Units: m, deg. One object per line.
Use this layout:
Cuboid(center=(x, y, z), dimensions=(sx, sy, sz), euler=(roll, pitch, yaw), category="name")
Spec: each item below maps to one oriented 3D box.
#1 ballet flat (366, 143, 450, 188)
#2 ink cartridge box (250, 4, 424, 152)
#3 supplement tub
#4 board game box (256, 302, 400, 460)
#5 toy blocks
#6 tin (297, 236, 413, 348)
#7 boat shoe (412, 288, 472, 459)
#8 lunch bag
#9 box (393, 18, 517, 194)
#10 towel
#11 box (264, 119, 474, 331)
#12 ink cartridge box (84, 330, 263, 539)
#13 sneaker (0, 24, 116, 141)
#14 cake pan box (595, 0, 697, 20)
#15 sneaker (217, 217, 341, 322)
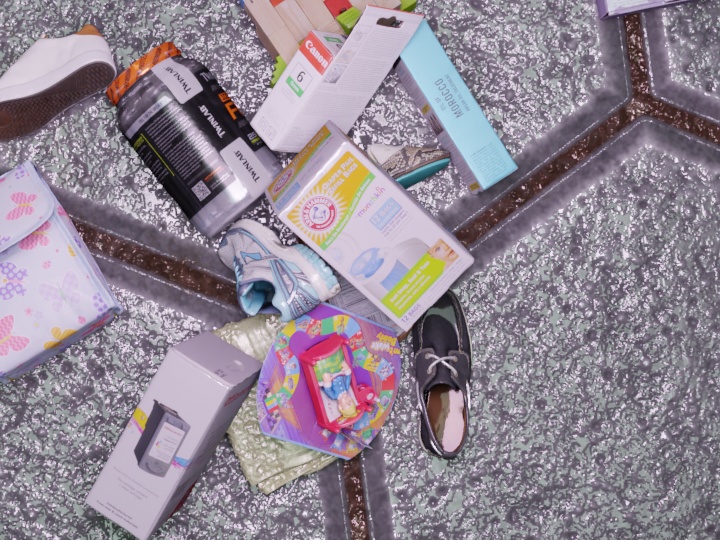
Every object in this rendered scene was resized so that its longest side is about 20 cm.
Cuboid(center=(0.007, -0.099, 1.711), dimensions=(0.199, 0.068, 0.075), euler=(-37, 81, 0), category="ballet flat")
Cuboid(center=(-0.026, -0.220, 1.643), dimensions=(0.050, 0.109, 0.200), euler=(49, 119, 26), category="ink cartridge box")
Cuboid(center=(-0.187, -0.148, 1.667), dimensions=(0.122, 0.123, 0.200), euler=(-38, 93, -3), category="supplement tub")
Cuboid(center=(-0.021, 0.127, 1.643), dimensions=(0.199, 0.039, 0.159), euler=(23, 88, -41), category="board game box")
Cuboid(center=(-0.054, -0.312, 1.700), dimensions=(0.199, 0.100, 0.137), euler=(-33, 82, -9), category="toy blocks")
Cuboid(center=(0.000, 0.000, 1.686), dimensions=(0.111, 0.042, 0.201), euler=(-23, 112, -8), category="tin")
Cuboid(center=(0.098, 0.116, 1.711), dimensions=(0.071, 0.068, 0.202), euler=(-1, 88, -2), category="boat shoe")
Cuboid(center=(-0.387, 0.002, 1.654), dimensions=(0.169, 0.127, 0.201), euler=(-30, 85, -5), category="lunch bag")
Cuboid(center=(0.102, -0.186, 1.706), dimensions=(0.049, 0.082, 0.201), euler=(-32, 92, -5), category="box")
Cuboid(center=(-0.097, 0.143, 1.714), dimensions=(0.148, 0.036, 0.201), euler=(-25, 92, -3), category="towel")
Cuboid(center=(0.007, -0.049, 1.596), dimensions=(0.113, 0.101, 0.200), euler=(-46, 111, 5), category="box")
Cuboid(center=(-0.202, 0.177, 1.630), dimensions=(0.085, 0.148, 0.201), euler=(30, 100, 6), category="ink cartridge box")
Cuboid(center=(-0.374, -0.214, 1.696), dimensions=(0.199, 0.073, 0.085), euler=(-24, 57, 4), category="sneaker")
Cuboid(center=(0.353, -0.401, 1.740), dimensions=(0.198, 0.052, 0.186), euler=(-13, 88, -4), category="cake pan box")
Cuboid(center=(-0.112, 0.003, 1.637), dimensions=(0.086, 0.199, 0.078), euler=(-41, 122, -21), category="sneaker")
